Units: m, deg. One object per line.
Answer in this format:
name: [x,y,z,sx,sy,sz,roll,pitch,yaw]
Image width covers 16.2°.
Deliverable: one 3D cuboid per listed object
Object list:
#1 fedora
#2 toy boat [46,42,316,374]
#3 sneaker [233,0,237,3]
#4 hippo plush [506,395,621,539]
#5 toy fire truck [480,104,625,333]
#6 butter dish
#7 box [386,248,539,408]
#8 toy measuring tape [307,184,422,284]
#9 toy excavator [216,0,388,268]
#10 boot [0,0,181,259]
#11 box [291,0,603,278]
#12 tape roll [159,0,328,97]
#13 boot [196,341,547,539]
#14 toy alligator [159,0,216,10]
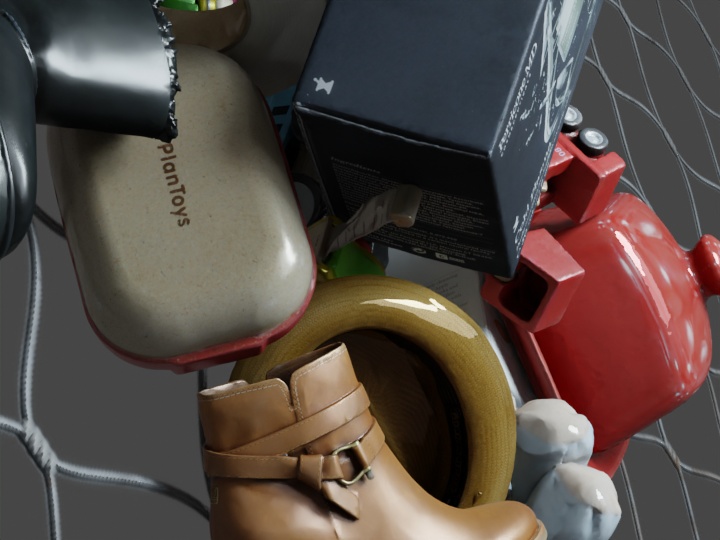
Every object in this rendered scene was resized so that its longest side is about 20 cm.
fedora: [-0.006,0.097,1.478,0.201,0.200,0.082,55,-15,-21]
toy boat: [-0.102,-0.026,1.433,0.131,0.130,0.201,92,-17,-64]
sneaker: [-0.044,-0.168,1.793,0.088,0.081,0.201,51,30,-35]
hippo plush: [0.106,0.172,1.586,0.161,0.159,0.201,31,43,-61]
toy fire truck: [0.090,-0.061,1.613,0.141,0.049,0.200,-25,61,-40]
butter dish: [0.182,0.021,1.710,0.200,0.147,0.200,67,15,-4]
box: [0.063,0.044,1.737,0.125,0.097,0.201,52,22,-42]
toy measuring tape: [0.000,0.000,1.494,0.073,0.200,0.074,10,69,-28]
toy excavator: [-0.061,-0.106,1.646,0.100,0.199,0.195,30,79,-58]
boot: [-0.164,-0.088,1.316,0.162,0.073,0.199,3,54,-43]
box: [0.057,-0.130,1.470,0.197,0.123,0.201,67,40,-69]
tape roll: [-0.111,-0.167,1.432,0.203,0.202,0.037,44,46,-42]
boot: [0.007,0.114,1.403,0.199,0.074,0.156,-16,94,-31]
toy alligator: [-0.120,-0.119,1.568,0.059,0.054,0.201,8,55,-26]
